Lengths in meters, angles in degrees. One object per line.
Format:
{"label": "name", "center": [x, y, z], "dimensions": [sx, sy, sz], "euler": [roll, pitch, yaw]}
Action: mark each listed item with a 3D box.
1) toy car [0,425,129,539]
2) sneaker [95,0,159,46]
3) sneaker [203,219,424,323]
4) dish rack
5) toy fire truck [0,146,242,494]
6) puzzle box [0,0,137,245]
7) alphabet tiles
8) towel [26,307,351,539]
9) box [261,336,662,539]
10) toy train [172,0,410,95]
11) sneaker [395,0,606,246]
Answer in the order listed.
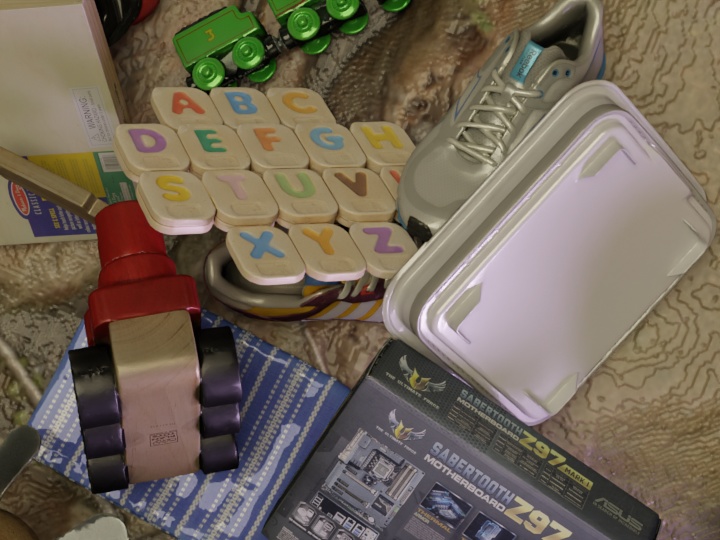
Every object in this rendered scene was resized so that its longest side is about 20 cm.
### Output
{"label": "toy car", "center": [-0.236, 0.200, 1.168], "dimensions": [0.164, 0.158, 0.200], "euler": [41, 97, 18]}
{"label": "sneaker", "center": [-0.209, -0.217, 1.185], "dimensions": [0.071, 0.098, 0.201], "euler": [-20, 123, 34]}
{"label": "sneaker", "center": [0.000, 0.000, 1.188], "dimensions": [0.199, 0.090, 0.075], "euler": [-8, 85, 8]}
{"label": "dish rack", "center": [0.125, 0.000, 1.138], "dimensions": [0.200, 0.172, 0.044], "euler": [-48, 41, 1]}
{"label": "toy fire truck", "center": [-0.154, 0.019, 1.152], "dimensions": [0.128, 0.176, 0.201], "euler": [-9, 66, -8]}
{"label": "puzzle box", "center": [-0.214, -0.094, 1.184], "dimensions": [0.133, 0.200, 0.025], "euler": [-3, 47, 7]}
{"label": "alphabet tiles", "center": [-0.046, -0.059, 1.153], "dimensions": [0.199, 0.196, 0.015], "euler": [-3, 129, -26]}
{"label": "towel", "center": [-0.112, 0.102, 1.231], "dimensions": [0.200, 0.024, 0.145], "euler": [28, 90, 9]}
{"label": "box", "center": [0.059, 0.155, 1.141], "dimensions": [0.200, 0.051, 0.158], "euler": [33, 127, 1]}
{"label": "toy train", "center": [-0.032, -0.175, 1.231], "dimensions": [0.200, 0.042, 0.057], "euler": [-28, 73, 5]}
{"label": "sneaker", "center": [0.087, -0.101, 1.145], "dimensions": [0.075, 0.087, 0.200], "euler": [30, 61, 14]}
